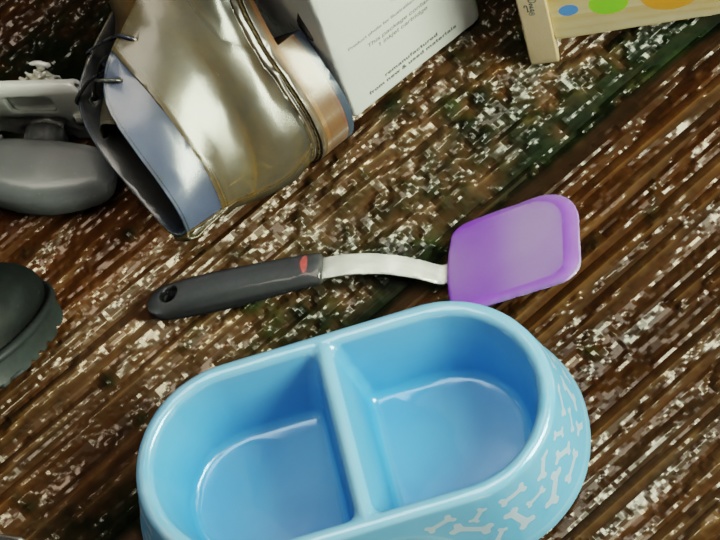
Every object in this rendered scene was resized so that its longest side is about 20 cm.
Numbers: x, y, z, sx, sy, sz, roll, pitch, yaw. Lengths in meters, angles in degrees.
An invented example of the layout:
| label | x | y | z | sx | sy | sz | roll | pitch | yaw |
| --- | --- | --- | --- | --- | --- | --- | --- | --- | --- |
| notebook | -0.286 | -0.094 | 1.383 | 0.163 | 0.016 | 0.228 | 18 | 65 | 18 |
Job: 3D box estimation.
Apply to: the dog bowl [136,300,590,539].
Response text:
| label | x | y | z | sx | sy | sz | roll | pitch | yaw |
| --- | --- | --- | --- | --- | --- | --- | --- | --- | --- |
| dog bowl | -0.003 | 0.077 | 1.022 | 0.200 | 0.050 | 0.112 | -17 | 62 | 4 |

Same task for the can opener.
| label | x | y | z | sx | sy | sz | roll | pitch | yaw |
| --- | --- | --- | --- | --- | --- | --- | --- | --- | --- |
| can opener | -0.211 | -0.066 | 1.135 | 0.200 | 0.053 | 0.066 | 3 | 65 | 13 |

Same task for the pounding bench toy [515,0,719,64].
| label | x | y | z | sx | sy | sz | roll | pitch | yaw |
| --- | --- | --- | --- | --- | --- | --- | --- | --- | --- |
| pounding bench toy | 0.134 | -0.202 | 1.048 | 0.156 | 0.200 | 0.124 | -8 | 62 | 9 |

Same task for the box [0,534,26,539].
| label | x | y | z | sx | sy | sz | roll | pitch | yaw |
| --- | --- | --- | --- | --- | --- | --- | --- | --- | --- |
| box | -0.202 | 0.197 | 0.959 | 0.158 | 0.048 | 0.200 | -1 | 58 | 50 |

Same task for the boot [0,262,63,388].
| label | x | y | z | sx | sy | sz | roll | pitch | yaw |
| --- | --- | --- | --- | --- | --- | --- | --- | --- | --- |
| boot | -0.229 | 0.001 | 1.015 | 0.073 | 0.163 | 0.198 | -3 | 28 | 47 |

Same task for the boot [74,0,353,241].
| label | x | y | z | sx | sy | sz | roll | pitch | yaw |
| --- | --- | --- | --- | --- | --- | --- | --- | --- | --- |
| boot | -0.099 | -0.109 | 1.074 | 0.097 | 0.075 | 0.200 | -43 | 97 | -21 |

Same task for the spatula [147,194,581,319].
| label | x | y | z | sx | sy | sz | roll | pitch | yaw |
| --- | --- | --- | --- | --- | --- | --- | --- | --- | --- |
| spatula | 0.000 | 0.000 | 1.073 | 0.200 | 0.021 | 0.057 | -7 | 47 | 11 |

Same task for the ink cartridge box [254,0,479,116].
| label | x | y | z | sx | sy | sz | roll | pitch | yaw |
| --- | --- | --- | --- | --- | --- | --- | --- | --- | --- |
| ink cartridge box | -0.035 | -0.183 | 1.073 | 0.084 | 0.200 | 0.144 | -40 | 62 | -9 |
